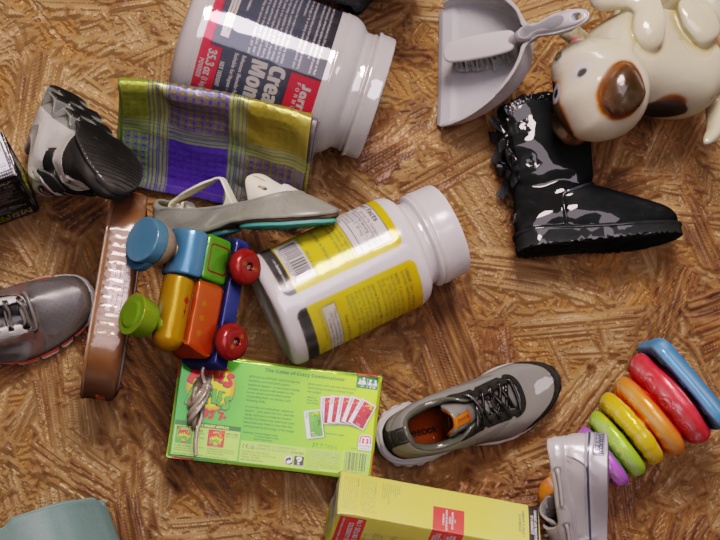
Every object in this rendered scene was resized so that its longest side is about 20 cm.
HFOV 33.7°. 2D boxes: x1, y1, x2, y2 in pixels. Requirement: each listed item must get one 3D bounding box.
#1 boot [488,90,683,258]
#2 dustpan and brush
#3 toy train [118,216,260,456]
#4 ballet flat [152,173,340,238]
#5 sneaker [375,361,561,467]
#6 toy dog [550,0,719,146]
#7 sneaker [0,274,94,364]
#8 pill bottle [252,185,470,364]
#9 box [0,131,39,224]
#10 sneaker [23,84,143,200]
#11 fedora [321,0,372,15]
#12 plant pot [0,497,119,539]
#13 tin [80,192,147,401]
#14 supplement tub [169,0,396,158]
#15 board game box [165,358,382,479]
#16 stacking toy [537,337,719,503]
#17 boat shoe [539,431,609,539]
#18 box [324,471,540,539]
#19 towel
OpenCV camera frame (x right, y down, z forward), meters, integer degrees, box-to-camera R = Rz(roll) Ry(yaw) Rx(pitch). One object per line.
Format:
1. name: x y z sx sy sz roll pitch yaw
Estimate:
1. boot: 0.232 -0.101 1.238 0.196 0.073 0.164 -4 75 -10
2. dustpan and brush: 0.147 -0.227 1.187 0.198 0.057 0.141 -6 78 36
3. toy train: -0.169 0.058 1.073 0.115 0.084 0.202 22 72 -44
4. ballet flat: -0.116 -0.062 1.144 0.198 0.067 0.064 -9 87 22
5. sneaker: 0.114 0.142 1.172 0.198 0.079 0.075 -19 83 -16
6. toy dog: 0.268 -0.196 1.199 0.199 0.139 0.196 -27 98 -35
7. sneaker: -0.346 0.055 1.120 0.198 0.082 0.078 -20 84 -11
8. pill bottle: 0.000 0.000 1.163 0.198 0.114 0.115 -25 85 -11
9. box: -0.405 -0.055 1.091 0.198 0.160 0.045 -22 85 -10
10. sneaker: -0.268 -0.096 1.122 0.074 0.200 0.089 27 102 -37
11. fedora: -0.021 -0.311 1.190 0.199 0.201 0.092 21 104 -4
12. plant pot: -0.268 0.316 1.041 0.198 0.200 0.198 -17 76 -10
13. tin: -0.232 0.023 1.126 0.041 0.112 0.202 8 80 -5
14. supplement tub: -0.077 -0.200 1.172 0.198 0.140 0.142 18 78 -4
15. board game box: -0.084 0.143 1.160 0.198 0.048 0.103 8 79 -7
16. stacking toy: 0.257 0.170 1.186 0.200 0.116 0.110 -40 85 -1
17. boat shoe: 0.204 0.233 1.142 0.065 0.074 0.202 2 121 11
18. box: 0.068 0.249 1.146 0.198 0.076 0.050 13 45 -6
19. towel: -0.140 -0.116 1.152 0.198 0.144 0.023 13 49 -3
